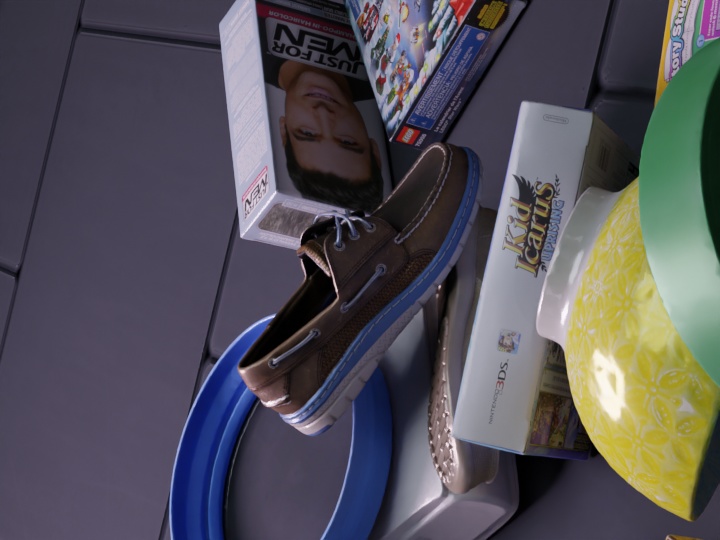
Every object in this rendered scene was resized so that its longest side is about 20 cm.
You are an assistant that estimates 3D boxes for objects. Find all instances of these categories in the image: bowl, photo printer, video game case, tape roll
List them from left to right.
[{"bbox_3d":[-0.050,0.126,1.575,0.200,0.039,0.201,-29,52,45],"label":"bowl"},{"bbox_3d":[0.030,0.093,1.583,0.166,0.069,0.200,-45,41,48],"label":"photo printer"},{"bbox_3d":[0.107,0.011,1.364,0.200,0.045,0.182,21,-100,-75],"label":"video game case"},{"bbox_3d":[0.151,0.013,1.224,0.200,0.107,0.201,20,-90,-76],"label":"bowl"},{"bbox_3d":[0.219,-0.022,1.112,0.048,0.200,0.201,-26,56,56],"label":"tape roll"}]

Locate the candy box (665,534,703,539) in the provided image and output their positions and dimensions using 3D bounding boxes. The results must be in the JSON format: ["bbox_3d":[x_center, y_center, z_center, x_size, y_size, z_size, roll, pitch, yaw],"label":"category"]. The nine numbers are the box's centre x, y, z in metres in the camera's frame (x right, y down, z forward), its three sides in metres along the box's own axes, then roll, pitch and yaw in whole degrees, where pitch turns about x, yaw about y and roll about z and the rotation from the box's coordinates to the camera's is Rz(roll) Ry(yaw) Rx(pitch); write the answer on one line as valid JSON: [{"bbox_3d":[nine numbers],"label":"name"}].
[{"bbox_3d":[0.174,0.248,1.246,0.117,0.056,0.201,30,104,64],"label":"candy box"}]

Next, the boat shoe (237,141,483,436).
[{"bbox_3d":[0.000,0.000,1.482,0.200,0.072,0.072,-58,25,-7],"label":"boat shoe"}]

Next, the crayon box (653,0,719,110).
[{"bbox_3d":[0.226,-0.175,1.327,0.119,0.058,0.201,-4,75,63],"label":"crayon box"}]

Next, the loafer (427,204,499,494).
[{"bbox_3d":[0.080,0.043,1.484,0.076,0.068,0.200,102,174,-57],"label":"loafer"}]

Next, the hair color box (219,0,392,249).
[{"bbox_3d":[-0.040,-0.108,1.778,0.061,0.099,0.200,-48,39,43],"label":"hair color box"}]

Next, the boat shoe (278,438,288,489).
[{"bbox_3d":[-0.038,0.125,1.683,0.200,0.062,0.073,-105,25,-60],"label":"boat shoe"}]

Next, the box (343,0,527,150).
[{"bbox_3d":[0.044,-0.198,1.718,0.137,0.040,0.200,-58,32,32],"label":"box"}]
